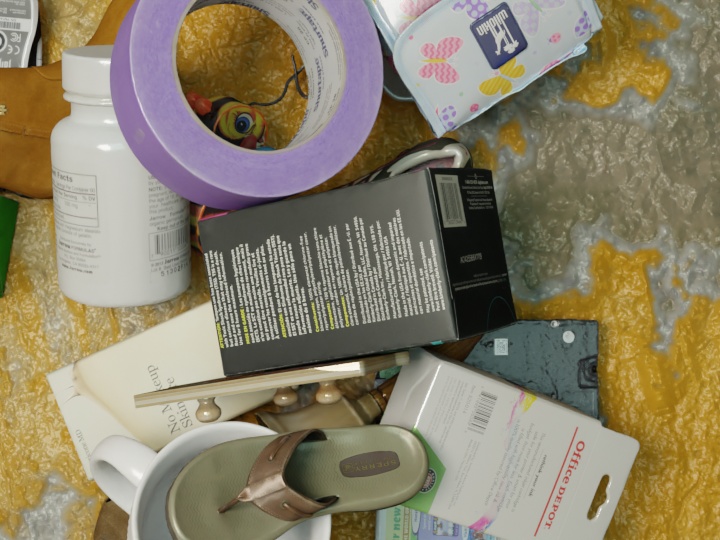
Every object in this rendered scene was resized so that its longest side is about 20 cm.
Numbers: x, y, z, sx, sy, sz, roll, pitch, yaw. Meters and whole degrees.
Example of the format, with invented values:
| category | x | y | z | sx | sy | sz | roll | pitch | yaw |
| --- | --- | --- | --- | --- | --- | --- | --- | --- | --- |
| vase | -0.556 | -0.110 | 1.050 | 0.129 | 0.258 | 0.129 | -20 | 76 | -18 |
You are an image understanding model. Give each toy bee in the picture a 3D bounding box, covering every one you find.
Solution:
| category | x | y | z | sx | sy | sz | roll | pitch | yaw |
| --- | --- | --- | --- | --- | --- | --- | --- | --- | --- |
| toy bee | -0.120 | -0.107 | 1.077 | 0.130 | 0.108 | 0.203 | -1 | 75 | 45 |

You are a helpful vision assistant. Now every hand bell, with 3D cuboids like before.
| category | x | y | z | sx | sy | sz | roll | pitch | yaw |
| --- | --- | --- | --- | --- | --- | --- | --- | --- | --- |
| hand bell | 0.021 | 0.103 | 1.033 | 0.199 | 0.104 | 0.105 | -36 | 87 | -12 |

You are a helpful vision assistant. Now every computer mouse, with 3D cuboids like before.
| category | x | y | z | sx | sy | sz | roll | pitch | yaw |
| --- | --- | --- | --- | --- | --- | --- | --- | --- | --- |
| computer mouse | -0.321 | -0.170 | 1.119 | 0.108 | 0.044 | 0.203 | 7 | 93 | 6 |

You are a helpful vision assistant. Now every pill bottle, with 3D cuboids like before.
| category | x | y | z | sx | sy | sz | roll | pitch | yaw |
| --- | --- | --- | --- | --- | --- | --- | --- | --- | --- |
| pill bottle | -0.199 | -0.081 | 1.029 | 0.113 | 0.114 | 0.203 | 2 | 107 | 1 |

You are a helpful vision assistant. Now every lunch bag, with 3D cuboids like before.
| category | x | y | z | sx | sy | sz | roll | pitch | yaw |
| --- | --- | --- | --- | --- | --- | --- | --- | --- | --- |
| lunch bag | 0.082 | -0.234 | 0.998 | 0.168 | 0.127 | 0.201 | -29 | 92 | 5 |

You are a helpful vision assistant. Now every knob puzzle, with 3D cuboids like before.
| category | x | y | z | sx | sy | sz | roll | pitch | yaw |
| --- | --- | --- | --- | --- | --- | --- | --- | --- | --- |
| knob puzzle | -0.055 | 0.090 | 0.955 | 0.217 | 0.220 | 0.031 | -9 | 87 | 1 |

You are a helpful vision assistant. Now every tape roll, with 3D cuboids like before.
| category | x | y | z | sx | sy | sz | roll | pitch | yaw |
| --- | --- | --- | --- | --- | --- | --- | --- | --- | --- |
| tape roll | -0.088 | -0.151 | 0.952 | 0.198 | 0.085 | 0.203 | 2 | 85 | -22 |

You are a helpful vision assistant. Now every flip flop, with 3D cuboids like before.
| category | x | y | z | sx | sy | sz | roll | pitch | yaw |
| --- | --- | --- | --- | --- | --- | --- | --- | --- | --- |
| flip flop | -0.042 | 0.148 | 0.879 | 0.198 | 0.058 | 0.082 | -8 | 68 | -16 |

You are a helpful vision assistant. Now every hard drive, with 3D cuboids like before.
| category | x | y | z | sx | sy | sz | roll | pitch | yaw |
| --- | --- | --- | --- | --- | --- | --- | --- | --- | --- |
| hard drive | 0.110 | 0.112 | 1.094 | 0.197 | 0.038 | 0.142 | -1 | 87 | 1 |

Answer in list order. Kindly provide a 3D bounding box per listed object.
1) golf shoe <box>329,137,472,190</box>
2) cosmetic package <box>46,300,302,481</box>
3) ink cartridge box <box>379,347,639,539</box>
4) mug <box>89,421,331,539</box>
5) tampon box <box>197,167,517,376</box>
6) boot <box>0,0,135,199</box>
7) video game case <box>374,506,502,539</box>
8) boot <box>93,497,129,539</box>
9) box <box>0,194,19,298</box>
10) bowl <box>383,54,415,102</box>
| category | x | y | z | sx | sy | sz | roll | pitch | yaw |
| --- | --- | --- | --- | --- | --- | --- | --- | --- | --- |
| golf shoe | 0.010 | -0.054 | 1.082 | 0.199 | 0.088 | 0.078 | -37 | 88 | 1 |
| cosmetic package | -0.159 | 0.095 | 1.085 | 0.198 | 0.073 | 0.104 | -25 | 88 | -1 |
| ink cartridge box | 0.115 | 0.150 | 0.999 | 0.198 | 0.067 | 0.118 | 23 | 90 | -21 |
| mug | -0.129 | 0.200 | 0.968 | 0.199 | 0.176 | 0.148 | 35 | 63 | 5 |
| tampon box | 0.000 | 0.000 | 0.972 | 0.198 | 0.150 | 0.128 | -10 | 89 | 24 |
| boot | -0.260 | -0.162 | 1.065 | 0.070 | 0.143 | 0.204 | 15 | 92 | 45 |
| video game case | 0.101 | 0.241 | 1.063 | 0.180 | 0.022 | 0.203 | 3 | 91 | 1 |
| boot | -0.136 | 0.243 | 1.070 | 0.197 | 0.074 | 0.076 | 13 | 102 | 4 |
| box | -0.404 | -0.041 | 1.034 | 0.174 | 0.200 | 0.098 | 9 | 87 | 1 |
| bowl | 0.076 | -0.259 | 1.096 | 0.198 | 0.075 | 0.202 | -23 | 86 | 0 |
